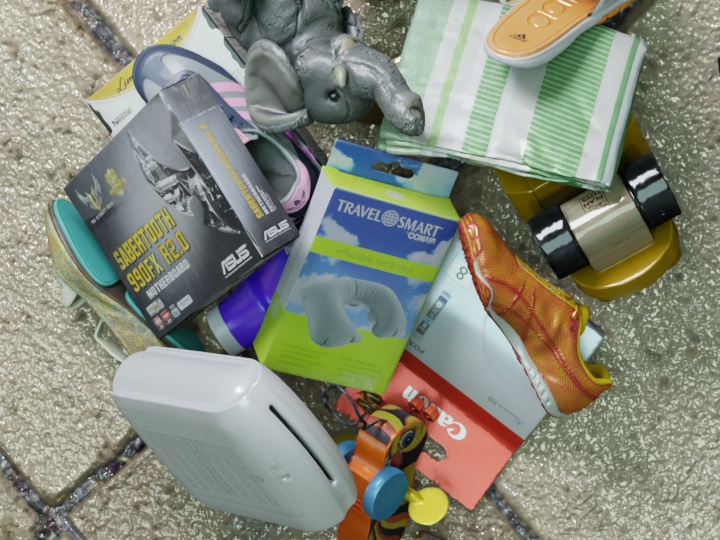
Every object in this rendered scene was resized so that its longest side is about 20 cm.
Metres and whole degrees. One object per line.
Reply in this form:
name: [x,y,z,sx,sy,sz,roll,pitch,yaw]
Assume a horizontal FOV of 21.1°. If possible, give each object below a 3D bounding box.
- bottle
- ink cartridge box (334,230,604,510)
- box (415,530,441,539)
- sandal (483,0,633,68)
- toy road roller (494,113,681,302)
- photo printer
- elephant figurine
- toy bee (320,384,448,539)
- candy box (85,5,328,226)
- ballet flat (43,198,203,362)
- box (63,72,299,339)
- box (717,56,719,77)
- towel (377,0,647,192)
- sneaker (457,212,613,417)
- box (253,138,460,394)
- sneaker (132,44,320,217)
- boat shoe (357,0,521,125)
bottle: [-0.041,0.004,1.685,0.199,0.065,0.084,-31,104,8]
ink cartridge box: [0.092,0.087,1.686,0.160,0.047,0.201,36,96,4]
box: [0.066,0.347,1.712,0.118,0.041,0.202,23,94,5]
sandal: [0.173,-0.236,1.584,0.079,0.207,0.060,24,136,23]
toy road roller: [0.197,-0.063,1.641,0.122,0.146,0.201,-29,53,8]
photo printer: [-0.101,0.141,1.622,0.070,0.199,0.167,-51,121,-25]
elephant figurine: [-0.039,-0.174,1.582,0.140,0.155,0.202,-24,87,5]
toy bee: [0.029,0.166,1.666,0.108,0.201,0.131,-32,68,-34]
candy box: [-0.125,-0.112,1.692,0.136,0.061,0.201,-38,88,9]
ballet flat: [-0.225,0.027,1.715,0.071,0.071,0.200,-44,88,8]
box: [-0.153,-0.050,1.615,0.159,0.048,0.200,57,141,1]
box: [0.365,-0.091,1.564,0.123,0.197,0.202,-9,93,6]
towel: [0.126,-0.147,1.587,0.198,0.023,0.154,12,68,14]
sneaker: [0.144,0.028,1.610,0.077,0.073,0.201,-31,112,7]
box: [0.000,0.000,1.620,0.121,0.048,0.201,13,114,-21]
sneaker: [-0.113,-0.121,1.618,0.199,0.082,0.070,38,96,3]
boat shoe: [0.078,-0.184,1.663,0.198,0.074,0.070,-17,67,6]
